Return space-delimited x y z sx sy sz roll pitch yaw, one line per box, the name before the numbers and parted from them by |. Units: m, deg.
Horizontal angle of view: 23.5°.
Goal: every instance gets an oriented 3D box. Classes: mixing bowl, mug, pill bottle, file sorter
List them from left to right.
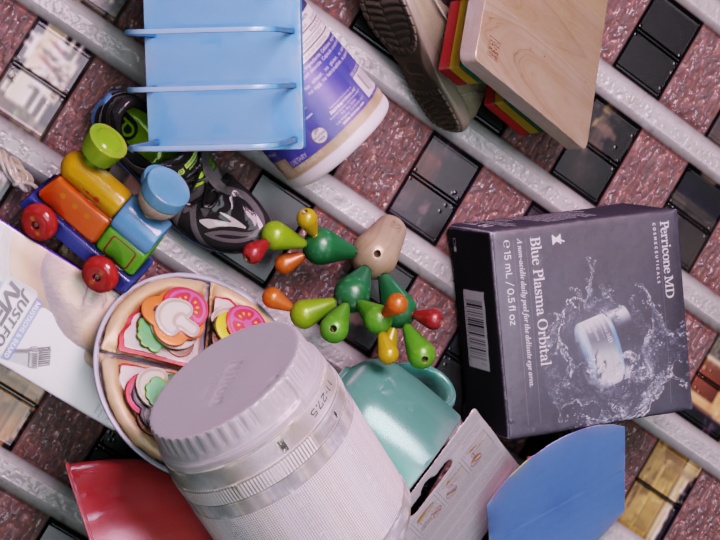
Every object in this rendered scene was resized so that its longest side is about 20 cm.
mixing bowl | -0.176 0.244 1.516 0.107 0.200 0.202 -20 99 -10
file sorter | -0.124 -0.199 1.440 0.137 0.123 0.203 -1 96 7
pill bottle | -0.079 -0.186 1.564 0.120 0.120 0.200 -44 103 -10
mug | 0.006 0.155 1.608 0.114 0.185 0.153 38 101 2

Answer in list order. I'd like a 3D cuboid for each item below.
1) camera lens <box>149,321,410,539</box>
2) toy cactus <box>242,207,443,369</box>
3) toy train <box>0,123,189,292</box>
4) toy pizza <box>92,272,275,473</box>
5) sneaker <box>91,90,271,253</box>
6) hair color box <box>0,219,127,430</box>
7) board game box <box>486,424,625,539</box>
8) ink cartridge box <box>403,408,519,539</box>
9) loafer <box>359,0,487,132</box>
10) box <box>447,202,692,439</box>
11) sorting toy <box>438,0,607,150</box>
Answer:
camera lens | -0.063 0.165 1.424 0.159 0.160 0.201 -37 115 -12
toy cactus | 0.000 0.000 1.591 0.199 0.103 0.165 30 44 2
toy train | -0.248 -0.085 1.511 0.200 0.085 0.116 41 123 -3
toy pizza | -0.138 0.089 1.523 0.198 0.032 0.202 14 58 -23
sneaker | -0.161 -0.085 1.564 0.199 0.083 0.071 43 79 -16
hair color box | -0.280 0.044 1.547 0.199 0.065 0.110 33 83 -18
board game box | 0.181 0.216 1.677 0.157 0.039 0.201 -26 137 -16
ink cartridge box | 0.070 0.215 1.611 0.163 0.050 0.200 -52 148 -8
loafer | 0.062 -0.225 1.625 0.068 0.075 0.201 -44 124 -25
box | 0.201 0.045 1.667 0.198 0.117 0.199 -7 96 -18
sorting toy | 0.147 -0.241 1.618 0.199 0.069 0.201 30 64 -47
